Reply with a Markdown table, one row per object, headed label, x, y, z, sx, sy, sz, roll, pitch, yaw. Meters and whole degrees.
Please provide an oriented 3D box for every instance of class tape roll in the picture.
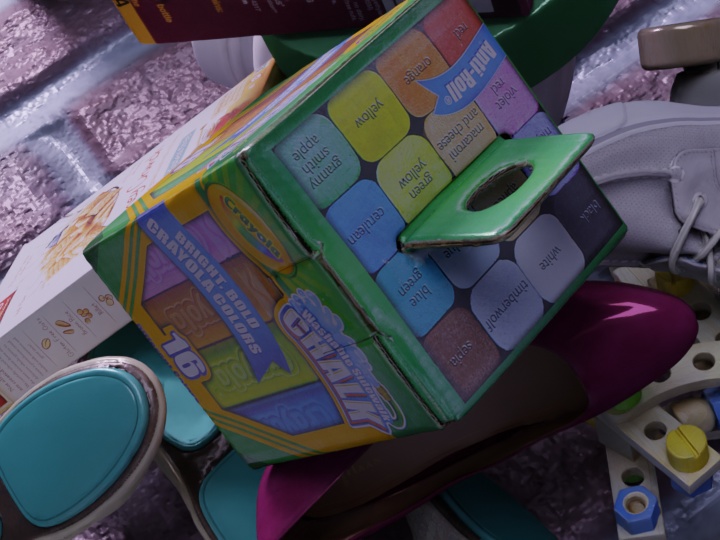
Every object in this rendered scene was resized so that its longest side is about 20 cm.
| label | x | y | z | sx | sy | sz | roll | pitch | yaw |
| --- | --- | --- | --- | --- | --- | --- | --- | --- | --- |
| tape roll | 0.036 | -0.169 | 0.738 | 0.199 | 0.048 | 0.202 | -10 | 57 | 15 |

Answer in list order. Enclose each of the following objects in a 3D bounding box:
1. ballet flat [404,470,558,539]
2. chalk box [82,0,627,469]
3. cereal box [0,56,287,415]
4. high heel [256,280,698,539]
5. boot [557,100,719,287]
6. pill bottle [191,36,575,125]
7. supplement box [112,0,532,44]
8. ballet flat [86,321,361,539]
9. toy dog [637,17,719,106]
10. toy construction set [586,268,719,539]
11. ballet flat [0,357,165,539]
| label | x | y | z | sx | sy | sz | roll | pitch | yaw |
| --- | --- | --- | --- | --- | --- | --- | --- | --- | --- |
| ballet flat | 0.071 | 0.147 | 0.638 | 0.200 | 0.067 | 0.063 | 36 | 103 | 41 |
| chalk box | 0.004 | -0.017 | 0.562 | 0.124 | 0.124 | 0.200 | -43 | 11 | -32 |
| cereal box | -0.115 | -0.020 | 0.754 | 0.199 | 0.040 | 0.144 | -34 | 21 | 21 |
| high heel | 0.048 | 0.071 | 0.612 | 0.199 | 0.068 | 0.096 | -25 | 26 | 25 |
| boot | 0.158 | -0.022 | 0.631 | 0.199 | 0.074 | 0.096 | -12 | 42 | -23 |
| pill bottle | 0.009 | -0.125 | 0.823 | 0.199 | 0.120 | 0.120 | 19 | 62 | 29 |
| supplement box | -0.020 | -0.179 | 0.682 | 0.198 | 0.086 | 0.111 | -2 | 59 | 19 |
| ballet flat | -0.062 | 0.097 | 0.716 | 0.069 | 0.070 | 0.200 | -36 | 57 | -11 |
| toy dog | 0.241 | -0.090 | 0.745 | 0.199 | 0.133 | 0.096 | 16 | 22 | 22 |
| toy construction set | 0.129 | 0.022 | 0.702 | 0.130 | 0.092 | 0.201 | -29 | 62 | -5 |
| ballet flat | -0.155 | 0.106 | 0.698 | 0.199 | 0.069 | 0.070 | -36 | 48 | 20 |
